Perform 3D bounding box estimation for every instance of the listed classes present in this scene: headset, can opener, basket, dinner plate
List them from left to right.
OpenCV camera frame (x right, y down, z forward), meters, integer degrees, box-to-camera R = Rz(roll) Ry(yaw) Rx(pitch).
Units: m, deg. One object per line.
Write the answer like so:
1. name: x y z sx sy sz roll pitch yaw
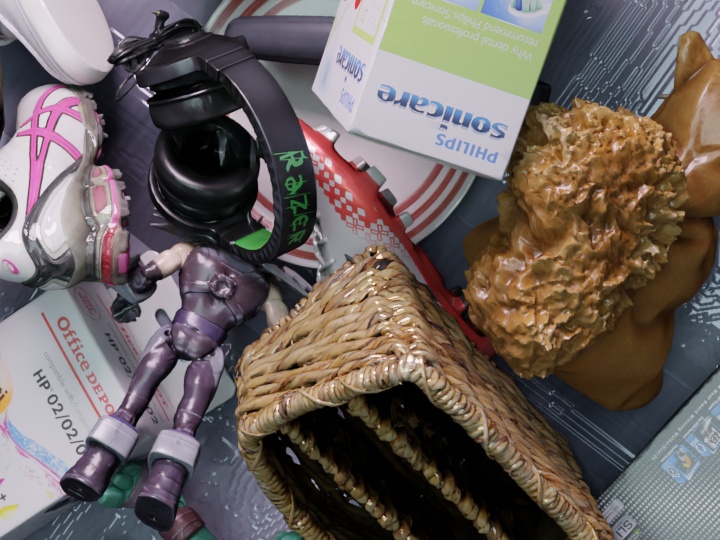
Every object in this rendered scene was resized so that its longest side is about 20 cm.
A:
1. headset: -0.081 -0.089 0.883 0.200 0.094 0.124 38 142 38
2. dinner plate: -0.014 -0.101 0.949 0.199 0.024 0.202 0 88 14
3. can opener: 0.014 -0.130 0.898 0.199 0.063 0.079 9 91 14
4. basket: 0.027 0.115 0.828 0.143 0.149 0.200 -39 115 10

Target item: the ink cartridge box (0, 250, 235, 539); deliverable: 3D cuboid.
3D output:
1. ink cartridge box: -0.193 0.084 0.968 0.199 0.068 0.115 -34 81 11

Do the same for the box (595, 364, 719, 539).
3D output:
1. box: 0.228 0.146 0.868 0.160 0.044 0.200 44 99 12

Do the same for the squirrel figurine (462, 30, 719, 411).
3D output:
1. squirrel figurine: 0.147 -0.031 0.813 0.187 0.200 0.142 -45 72 21

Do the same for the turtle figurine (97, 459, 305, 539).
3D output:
1. turtle figurine: -0.083 0.208 0.921 0.200 0.101 0.150 33 90 26

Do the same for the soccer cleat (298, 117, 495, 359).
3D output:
1. soccer cleat: 0.000 0.000 0.894 0.085 0.069 0.200 -38 104 -1

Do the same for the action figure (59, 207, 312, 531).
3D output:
1. action figure: -0.103 0.048 0.904 0.130 0.069 0.201 24 67 5

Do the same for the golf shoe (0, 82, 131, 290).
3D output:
1. golf shoe: -0.194 -0.058 0.915 0.092 0.200 0.073 -3 121 -17

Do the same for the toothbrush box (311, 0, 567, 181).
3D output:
1. toothbrush box: 0.052 -0.162 0.767 0.086 0.146 0.201 15 103 -12

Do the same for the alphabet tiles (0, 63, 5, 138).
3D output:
1. alphabet tiles: -0.239 -0.040 0.915 0.006 0.167 0.201 10 57 -4

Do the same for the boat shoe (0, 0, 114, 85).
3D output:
1. boat shoe: -0.227 -0.182 0.975 0.068 0.072 0.200 -43 72 18
